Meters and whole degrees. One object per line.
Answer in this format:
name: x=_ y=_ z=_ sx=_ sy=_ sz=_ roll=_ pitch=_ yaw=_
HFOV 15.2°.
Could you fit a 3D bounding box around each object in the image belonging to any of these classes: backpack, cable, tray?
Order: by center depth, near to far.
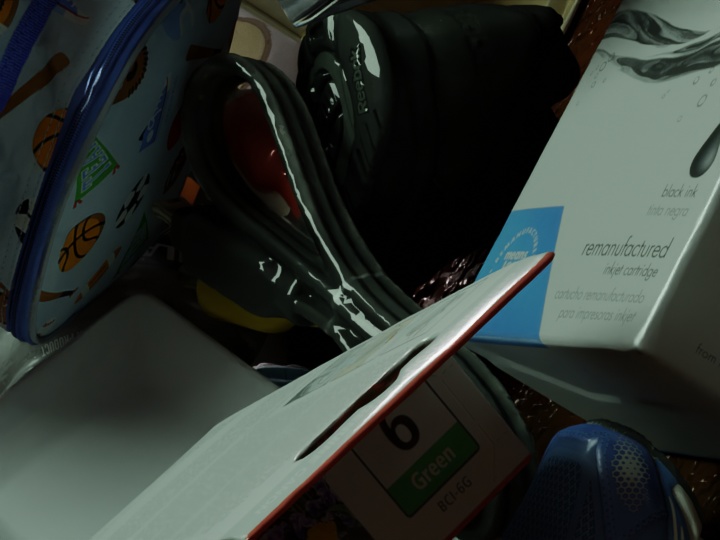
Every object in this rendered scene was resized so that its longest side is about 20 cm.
cable: x=0.000 y=0.000 z=0.795 sx=0.200 sy=0.050 sz=0.097 roll=34 pitch=123 yaw=44
tray: x=-0.046 y=0.083 z=0.798 sx=0.107 sy=0.022 sz=0.200 roll=-39 pitch=45 yaw=-18
backpack: x=-0.131 y=-0.060 z=0.846 sx=0.190 sy=0.154 sz=0.200 roll=-42 pitch=-27 yaw=-49

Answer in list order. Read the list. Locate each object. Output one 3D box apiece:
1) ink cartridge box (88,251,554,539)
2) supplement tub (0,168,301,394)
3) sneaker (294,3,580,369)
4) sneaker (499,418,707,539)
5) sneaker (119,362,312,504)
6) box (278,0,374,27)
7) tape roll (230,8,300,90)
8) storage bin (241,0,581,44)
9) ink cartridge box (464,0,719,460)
ink cartridge box: x=-0.020 y=0.067 z=0.658 sx=0.109 sy=0.050 sz=0.200 roll=-42 pitch=6 yaw=-30
supplement tub: x=-0.082 y=0.023 z=0.989 sx=0.123 sy=0.122 sz=0.200 roll=-50 pitch=21 yaw=24
sneaker: x=0.020 y=-0.025 z=0.890 sx=0.200 sy=0.091 sz=0.076 roll=118 pitch=137 yaw=-66
sneaker: x=0.015 y=0.121 z=0.642 sx=0.200 sy=0.089 sz=0.079 roll=-62 pitch=19 yaw=-15
sneaker: x=-0.083 y=0.101 z=0.851 sx=0.200 sy=0.079 sz=0.096 roll=-29 pitch=30 yaw=2
box: x=0.083 y=-0.141 z=0.754 sx=0.200 sy=0.050 sz=0.158 roll=-23 pitch=-3 yaw=-34
tape roll: x=-0.091 y=-0.083 z=1.108 sx=0.203 sy=0.037 sz=0.203 roll=-29 pitch=-17 yaw=-10
storage bin: x=0.004 y=-0.190 z=0.973 sx=0.199 sy=0.200 sz=0.094 roll=-64 pitch=18 yaw=-15
ink cartridge box: x=0.113 y=-0.053 z=0.692 sx=0.200 sy=0.068 sz=0.116 roll=-62 pitch=19 yaw=-10
